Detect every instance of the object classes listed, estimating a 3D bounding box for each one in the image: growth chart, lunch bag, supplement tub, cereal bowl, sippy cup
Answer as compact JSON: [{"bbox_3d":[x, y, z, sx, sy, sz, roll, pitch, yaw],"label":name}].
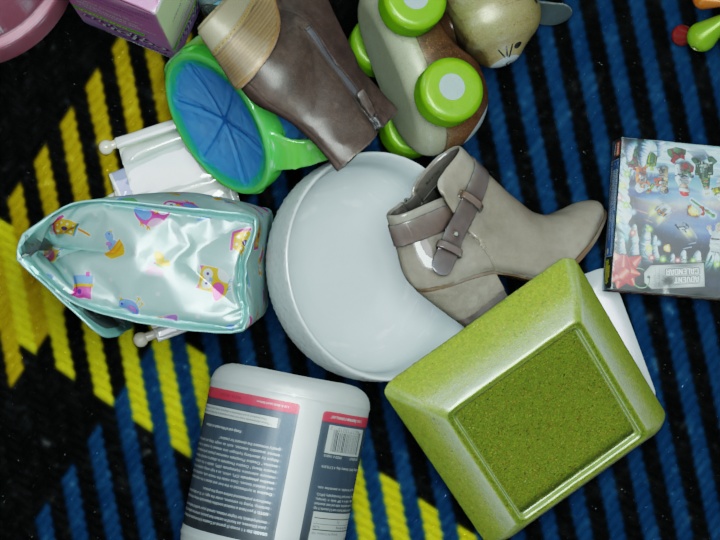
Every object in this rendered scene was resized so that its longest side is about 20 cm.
[{"bbox_3d":[-0.166,-0.041,1.547,0.145,0.018,0.200,-13,87,-1],"label":"growth chart"},{"bbox_3d":[-0.180,-0.007,1.451,0.200,0.170,0.122,4,93,1],"label":"lunch bag"},{"bbox_3d":[-0.075,0.187,1.472,0.140,0.140,0.200,11,86,0],"label":"supplement tub"},{"bbox_3d":[0.000,0.000,1.496,0.200,0.083,0.200,5,82,-33],"label":"cereal bowl"},{"bbox_3d":[-0.077,-0.155,1.494,0.130,0.140,0.178,-35,84,-30],"label":"sippy cup"}]

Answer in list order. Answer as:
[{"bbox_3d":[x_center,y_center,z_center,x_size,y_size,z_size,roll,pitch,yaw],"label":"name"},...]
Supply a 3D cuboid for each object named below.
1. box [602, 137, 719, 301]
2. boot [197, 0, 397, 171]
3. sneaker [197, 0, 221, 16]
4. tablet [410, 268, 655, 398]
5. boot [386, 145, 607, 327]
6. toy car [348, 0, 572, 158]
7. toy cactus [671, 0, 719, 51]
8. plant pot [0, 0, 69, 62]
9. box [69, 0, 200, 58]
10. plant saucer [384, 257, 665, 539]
[{"bbox_3d":[0.321,-0.041,1.539,0.200,0.040,0.137,4,87,-4],"label":"box"},{"bbox_3d":[-0.035,-0.185,1.431,0.166,0.072,0.200,43,44,-9],"label":"boot"},{"bbox_3d":[-0.078,-0.305,1.536,0.200,0.079,0.096,-42,95,-13],"label":"sneaker"},{"bbox_3d":[0.152,0.089,1.546,0.200,0.014,0.130,-20,86,-3],"label":"tablet"},{"bbox_3d":[0.116,-0.045,1.485,0.200,0.070,0.146,-44,112,-27],"label":"boot"},{"bbox_3d":[0.110,-0.200,1.500,0.200,0.164,0.158,-21,87,-14],"label":"toy car"},{"bbox_3d":[0.369,-0.258,1.505,0.200,0.165,0.102,-37,108,2],"label":"toy cactus"},{"bbox_3d":[-0.351,-0.289,1.480,0.200,0.179,0.200,0,86,-2],"label":"plant pot"},{"bbox_3d":[-0.174,-0.294,1.472,0.097,0.200,0.176,22,87,1],"label":"box"},{"bbox_3d":[0.153,0.123,1.482,0.200,0.048,0.200,-35,116,-3],"label":"plant saucer"}]
